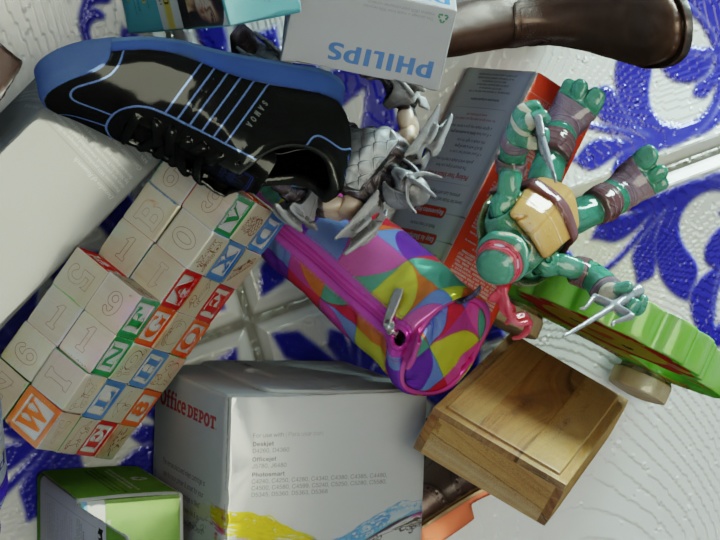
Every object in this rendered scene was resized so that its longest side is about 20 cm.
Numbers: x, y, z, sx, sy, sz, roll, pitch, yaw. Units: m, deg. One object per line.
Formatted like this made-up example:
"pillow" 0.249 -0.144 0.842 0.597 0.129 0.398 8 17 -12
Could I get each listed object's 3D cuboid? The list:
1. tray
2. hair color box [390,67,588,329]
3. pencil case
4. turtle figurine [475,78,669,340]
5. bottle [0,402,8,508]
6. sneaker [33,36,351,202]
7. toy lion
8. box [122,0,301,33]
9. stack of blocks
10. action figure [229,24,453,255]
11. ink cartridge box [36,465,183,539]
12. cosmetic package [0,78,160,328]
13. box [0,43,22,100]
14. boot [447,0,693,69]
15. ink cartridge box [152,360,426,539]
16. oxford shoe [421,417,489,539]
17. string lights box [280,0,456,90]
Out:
"tray" 0.113 0.102 1.397 0.098 0.200 0.037 30 109 10
"hair color box" 0.077 -0.041 1.452 0.061 0.101 0.201 30 83 -26
"pencil case" 0.000 0.000 1.366 0.088 0.200 0.089 -27 139 -27
"turtle figurine" 0.124 -0.040 1.328 0.150 0.100 0.200 60 37 -16
"bottle" -0.259 0.132 1.281 0.084 0.065 0.201 -42 152 -35
"sneaker" -0.098 -0.088 1.253 0.199 0.070 0.078 4 63 -18
"toy lion" 0.188 0.042 1.460 0.199 0.192 0.069 27 85 -25
"box" -0.103 -0.194 1.299 0.049 0.200 0.083 -16 100 -22
"stack of blocks" -0.145 0.022 1.321 0.059 0.115 0.200 38 94 20
"action figure" -0.027 -0.090 1.346 0.130 0.200 0.069 -46 147 -19
"ink cartridge box" -0.146 0.216 1.320 0.075 0.200 0.149 -2 96 -24
"cosmetic package" -0.215 -0.049 1.315 0.090 0.107 0.200 44 78 -20
"box" -0.314 -0.161 1.263 0.200 0.100 0.075 38 79 -24
"boot" 0.100 -0.164 1.408 0.199 0.186 0.065 -8 104 -26
"ink cartridge box" -0.052 0.168 1.388 0.145 0.147 0.201 0 96 -24
"oxford shoe" 0.086 0.126 1.492 0.200 0.071 0.073 -35 95 -24
"string lights box" 0.006 -0.191 1.338 0.102 0.200 0.059 10 120 -6
